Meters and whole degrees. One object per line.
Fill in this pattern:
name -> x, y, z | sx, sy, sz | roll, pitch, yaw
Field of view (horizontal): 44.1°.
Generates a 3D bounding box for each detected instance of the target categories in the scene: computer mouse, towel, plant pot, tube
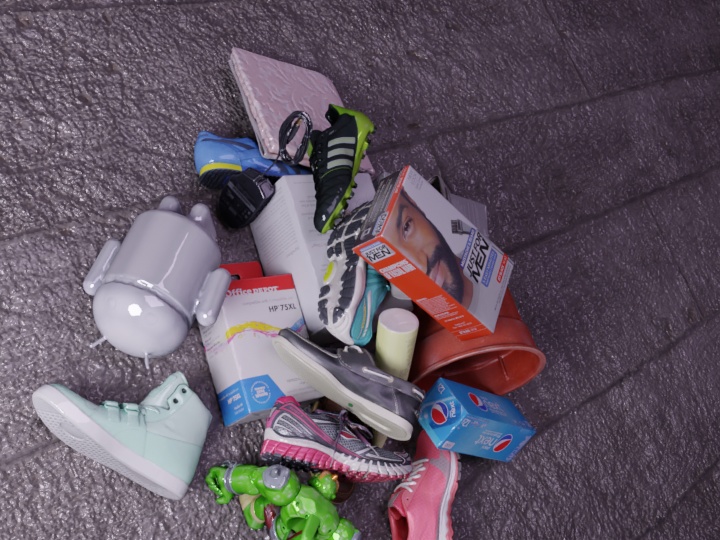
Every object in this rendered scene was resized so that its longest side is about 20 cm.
computer mouse -> -0.117, -0.126, 1.121 | 0.059, 0.200, 0.034 | 48, 34, 4
towel -> -0.084, -0.219, 1.258 | 0.188, 0.032, 0.203 | 7, 48, -40
plant pot -> 0.135, 0.063, 1.242 | 0.198, 0.200, 0.199 | 7, 56, -35
tube -> 0.035, 0.144, 1.122 | 0.057, 0.203, 0.052 | -17, 39, -30

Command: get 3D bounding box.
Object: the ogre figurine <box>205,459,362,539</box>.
ogre figurine -> -0.072, 0.282, 1.006 | 0.098, 0.119, 0.202 | -33, 92, -42

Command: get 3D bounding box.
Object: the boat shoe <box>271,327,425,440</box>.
boat shoe -> -0.014, 0.122, 1.052 | 0.198, 0.072, 0.068 | 32, 66, -4

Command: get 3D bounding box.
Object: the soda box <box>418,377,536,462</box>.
soda box -> 0.158, 0.207, 1.211 | 0.199, 0.064, 0.068 | 24, 21, -50

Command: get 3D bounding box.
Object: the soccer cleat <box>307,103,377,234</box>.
soccer cleat -> -0.039, -0.131, 1.137 | 0.080, 0.068, 0.203 | 22, 52, -6

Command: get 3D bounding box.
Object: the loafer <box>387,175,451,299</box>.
loafer -> 0.076, -0.045, 1.164 | 0.202, 0.068, 0.071 | -70, 159, -44

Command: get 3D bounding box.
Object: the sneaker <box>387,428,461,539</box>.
sneaker -> 0.077, 0.291, 1.153 | 0.085, 0.074, 0.204 | 20, 56, -24

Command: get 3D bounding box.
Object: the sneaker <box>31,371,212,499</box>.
sneaker -> -0.250, 0.148, 0.959 | 0.200, 0.073, 0.120 | 41, 55, -28

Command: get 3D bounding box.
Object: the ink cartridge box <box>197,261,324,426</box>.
ink cartridge box -> -0.131, 0.076, 1.095 | 0.115, 0.067, 0.204 | -7, 73, -40

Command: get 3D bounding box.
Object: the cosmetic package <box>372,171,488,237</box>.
cosmetic package -> 0.085, -0.065, 1.310 | 0.197, 0.106, 0.092 | 18, 59, -33

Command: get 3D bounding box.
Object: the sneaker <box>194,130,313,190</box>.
sneaker -> -0.132, -0.144, 1.204 | 0.197, 0.066, 0.080 | 9, 59, -35

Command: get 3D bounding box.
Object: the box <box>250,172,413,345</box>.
box -> -0.042, -0.015, 1.183 | 0.150, 0.106, 0.204 | -6, 72, -40

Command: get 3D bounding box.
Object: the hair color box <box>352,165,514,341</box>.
hair color box -> 0.093, -0.018, 1.084 | 0.199, 0.063, 0.112 | 38, 56, -23

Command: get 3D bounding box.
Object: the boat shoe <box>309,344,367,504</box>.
boat shoe -> -0.024, 0.188, 1.125 | 0.071, 0.067, 0.204 | 20, 58, -30

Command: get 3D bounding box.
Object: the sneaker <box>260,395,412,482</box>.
sneaker -> -0.020, 0.204, 1.044 | 0.197, 0.080, 0.076 | 21, 64, -30

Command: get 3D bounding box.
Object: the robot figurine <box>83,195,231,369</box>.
robot figurine -> -0.230, 0.013, 1.010 | 0.166, 0.114, 0.203 | 12, 58, 15

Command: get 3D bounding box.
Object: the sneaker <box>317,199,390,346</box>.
sneaker -> 0.000, 0.000, 1.103 | 0.080, 0.076, 0.203 | 42, 51, -39
